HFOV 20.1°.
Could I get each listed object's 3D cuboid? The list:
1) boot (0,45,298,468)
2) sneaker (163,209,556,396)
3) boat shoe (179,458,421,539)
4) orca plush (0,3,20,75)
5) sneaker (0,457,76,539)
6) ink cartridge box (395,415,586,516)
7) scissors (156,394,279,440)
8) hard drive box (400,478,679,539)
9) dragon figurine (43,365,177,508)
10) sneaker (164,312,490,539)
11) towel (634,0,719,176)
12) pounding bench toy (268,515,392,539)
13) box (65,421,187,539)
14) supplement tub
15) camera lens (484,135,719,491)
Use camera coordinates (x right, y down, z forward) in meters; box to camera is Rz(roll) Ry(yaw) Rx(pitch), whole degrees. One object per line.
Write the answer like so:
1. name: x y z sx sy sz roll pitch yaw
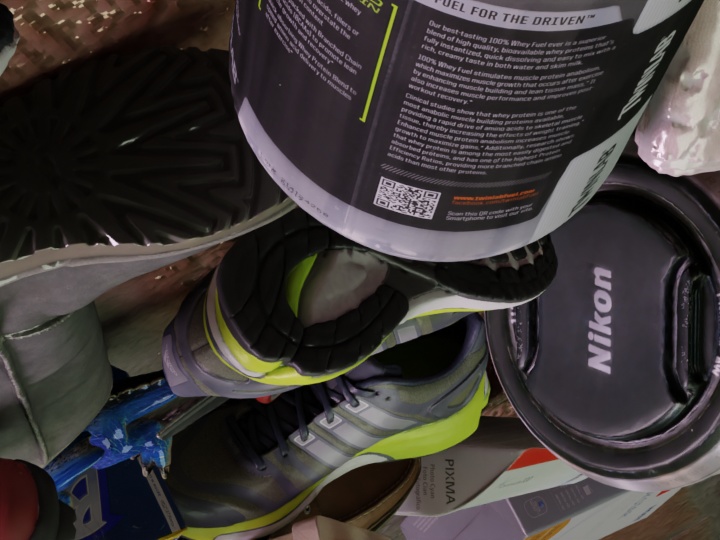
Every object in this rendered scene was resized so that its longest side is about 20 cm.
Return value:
1. boot: -0.098 0.012 0.689 0.181 0.073 0.200 -13 154 -6
2. sneaker: 0.000 0.000 0.805 0.199 0.074 0.081 -17 174 -44
3. boat shoe: -0.050 0.128 1.087 0.199 0.072 0.068 -24 163 -20
4. orca plush: -0.179 -0.016 0.537 0.200 0.071 0.105 -36 -153 33
5. sneaker: -0.198 0.096 0.699 0.199 0.071 0.098 -12 144 22
6. ink cartridge box: 0.109 0.117 1.195 0.199 0.048 0.160 1 -178 35
7. scissors: -0.038 0.034 0.855 0.073 0.014 0.200 -47 172 9
8. hard drive box: 0.150 0.153 1.474 0.199 0.077 0.156 -20 161 -29
9. dragon figurine: -0.127 0.066 0.811 0.199 0.059 0.099 -33 163 13
10. sneaker: -0.021 0.064 0.987 0.199 0.074 0.081 -25 148 -25
11. towel: 0.166 -0.137 0.611 0.190 0.032 0.201 -16 125 -39
12. pounding bench toy: -0.053 0.194 0.961 0.155 0.125 0.200 -19 162 14
13. box: -0.180 0.127 0.878 0.199 0.070 0.064 -19 163 -31
14. supplement tub: 0.032 -0.093 0.516 0.122 0.123 0.200 -24 163 -17
15. camera lens: 0.168 0.013 0.969 0.200 0.160 0.160 -8 153 -50
